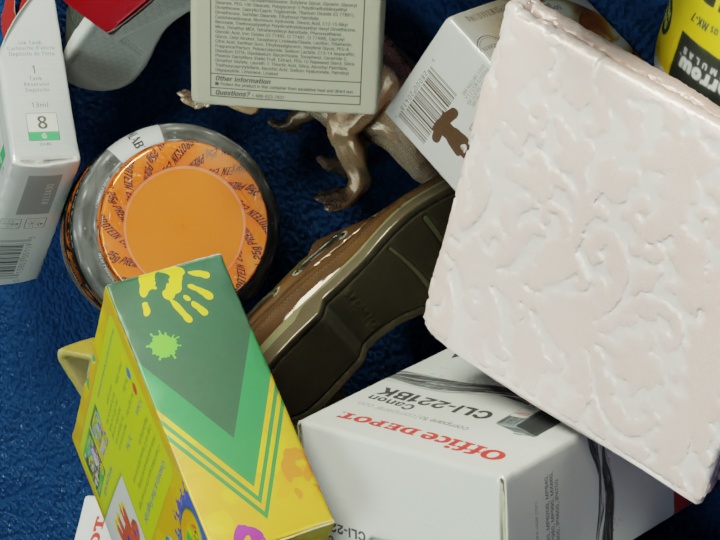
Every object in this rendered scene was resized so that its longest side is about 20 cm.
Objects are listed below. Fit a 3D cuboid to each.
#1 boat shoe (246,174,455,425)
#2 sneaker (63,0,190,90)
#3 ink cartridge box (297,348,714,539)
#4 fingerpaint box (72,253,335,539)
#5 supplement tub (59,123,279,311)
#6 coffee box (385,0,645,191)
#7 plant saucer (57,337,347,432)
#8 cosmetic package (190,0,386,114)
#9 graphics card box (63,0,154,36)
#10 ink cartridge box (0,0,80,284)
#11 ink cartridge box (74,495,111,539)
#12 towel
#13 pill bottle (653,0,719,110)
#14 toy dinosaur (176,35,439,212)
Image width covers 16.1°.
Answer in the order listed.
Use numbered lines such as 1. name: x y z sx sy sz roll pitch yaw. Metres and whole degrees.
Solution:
1. boat shoe: 0.000 0.000 1.453 0.068 0.200 0.072 36 160 52
2. sneaker: -0.129 -0.199 1.529 0.200 0.070 0.100 -42 46 49
3. ink cartridge box: 0.081 0.103 1.393 0.144 0.200 0.084 12 115 38
4. fingerpaint box: -0.091 0.114 1.406 0.200 0.073 0.167 111 139 -59
5. supplement tub: -0.115 -0.024 1.516 0.200 0.122 0.123 173 75 -80
6. coffee box: 0.126 -0.051 1.353 0.200 0.114 0.080 48 131 15
7. plant saucer: -0.064 0.108 1.577 0.199 0.049 0.200 9 144 30
8. cosmetic package: -0.035 -0.184 1.306 0.103 0.073 0.201 4 126 1
9. graphics card box: -0.116 -0.242 1.440 0.125 0.051 0.200 -36 37 29
10. ink cartridge box: -0.223 -0.115 1.603 0.161 0.050 0.201 120 141 -58
11. ink cartridge box: -0.093 0.222 1.565 0.199 0.086 0.147 0 70 39
12. towel: 0.127 -0.011 1.268 0.191 0.032 0.201 32 125 27
13. pill bottle: 0.209 -0.130 1.245 0.114 0.114 0.201 33 126 28
14. toy dinosaur: -0.010 -0.122 1.474 0.200 0.086 0.136 38 110 11
